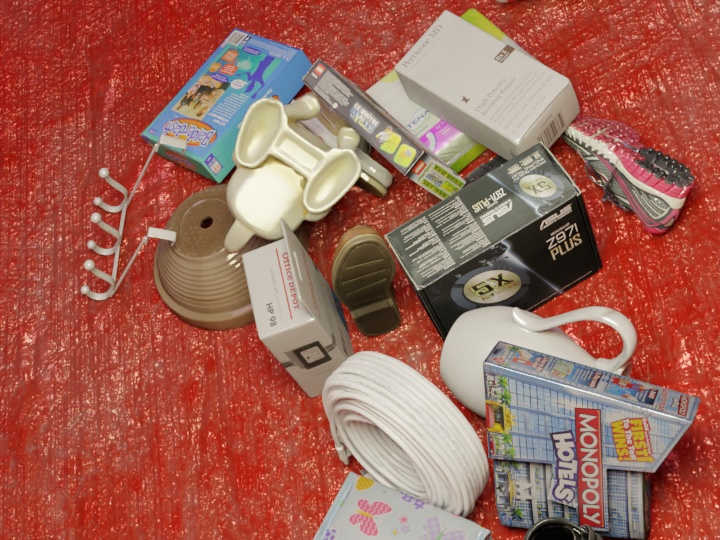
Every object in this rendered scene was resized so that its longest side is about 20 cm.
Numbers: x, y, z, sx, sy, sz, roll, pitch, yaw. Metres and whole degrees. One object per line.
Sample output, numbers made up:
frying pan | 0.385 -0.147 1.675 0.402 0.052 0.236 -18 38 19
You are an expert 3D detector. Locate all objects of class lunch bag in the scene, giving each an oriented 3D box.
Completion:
lunch bag | 0.022 0.330 1.315 0.169 0.127 0.200 17 60 25

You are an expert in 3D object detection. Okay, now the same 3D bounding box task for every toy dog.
toy dog | -0.077 -0.103 1.526 0.139 0.200 0.194 25 99 0

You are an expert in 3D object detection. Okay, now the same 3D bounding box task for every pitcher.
pitcher | 0.188 0.091 1.369 0.200 0.172 0.121 19 36 27

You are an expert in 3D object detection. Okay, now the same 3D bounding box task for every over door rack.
over door rack | -0.291 -0.068 1.638 0.200 0.066 0.148 -34 45 47

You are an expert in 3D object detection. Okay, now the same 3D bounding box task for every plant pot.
plant pot | -0.171 -0.036 1.616 0.200 0.093 0.201 -9 57 14

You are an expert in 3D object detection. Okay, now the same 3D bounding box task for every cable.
cable | 0.046 0.172 1.353 0.200 0.200 0.069 29 61 37

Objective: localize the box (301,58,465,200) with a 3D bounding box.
box | 0.026 -0.162 1.536 0.035 0.110 0.200 -50 57 9

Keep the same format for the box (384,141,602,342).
box | 0.150 -0.020 1.448 0.200 0.164 0.086 -31 55 0

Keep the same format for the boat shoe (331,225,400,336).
boat shoe | 0.000 0.000 1.467 0.072 0.200 0.068 -14 59 -4

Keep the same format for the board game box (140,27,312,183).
board game box | -0.174 -0.219 1.733 0.152 0.045 0.200 27 72 45

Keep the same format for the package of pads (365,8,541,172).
package of pads | 0.114 -0.215 1.632 0.200 0.068 0.155 -39 56 -6

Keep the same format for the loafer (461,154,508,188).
loafer | 0.129 -0.067 1.543 0.072 0.063 0.200 31 75 31

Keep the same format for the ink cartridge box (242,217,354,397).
ink cartridge box | -0.072 0.043 1.468 0.067 0.200 0.116 -21 56 8

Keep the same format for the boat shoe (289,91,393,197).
boat shoe | -0.023 -0.165 1.648 0.068 0.075 0.200 -48 56 -4

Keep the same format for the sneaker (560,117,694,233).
sneaker | 0.290 -0.117 1.512 0.080 0.075 0.200 -5 35 -30

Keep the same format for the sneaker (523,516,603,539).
sneaker | 0.243 0.290 1.273 0.199 0.099 0.071 6 61 21

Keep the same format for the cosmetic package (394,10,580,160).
cosmetic package | 0.145 -0.210 1.533 0.200 0.074 0.102 36 80 31

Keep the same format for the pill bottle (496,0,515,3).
pill bottle | 0.255 -0.409 1.668 0.199 0.113 0.113 -9 58 15

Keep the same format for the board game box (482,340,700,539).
board game box | 0.228 0.176 1.293 0.199 0.201 0.062 2 20 22
